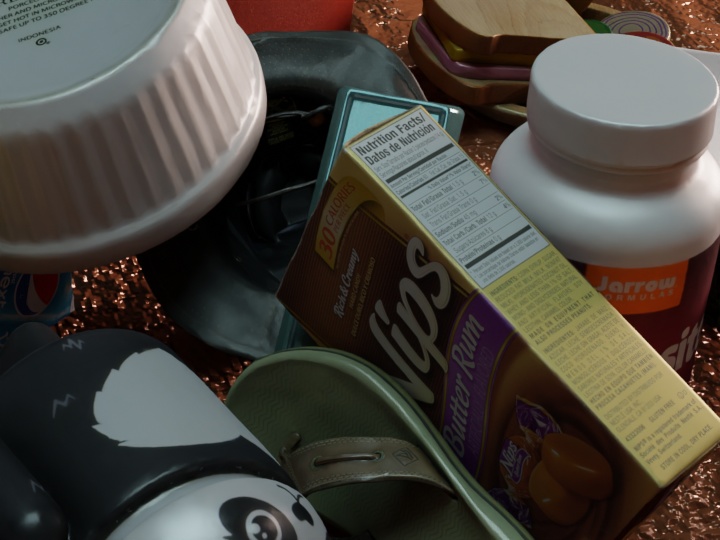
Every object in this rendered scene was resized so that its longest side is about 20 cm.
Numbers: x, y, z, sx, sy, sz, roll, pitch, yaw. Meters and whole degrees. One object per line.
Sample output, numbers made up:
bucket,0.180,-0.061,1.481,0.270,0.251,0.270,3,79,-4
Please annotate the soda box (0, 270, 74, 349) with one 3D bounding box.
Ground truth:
soda box,-0.252,-0.027,0.864,0.199,0.068,0.064,25,41,27

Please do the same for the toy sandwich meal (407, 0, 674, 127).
toy sandwich meal,0.131,-0.166,1.086,0.203,0.071,0.206,2,36,-2

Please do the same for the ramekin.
ramekin,-0.152,-0.103,0.795,0.200,0.095,0.204,-6,49,7

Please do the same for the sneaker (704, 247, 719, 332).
sneaker,0.238,-0.031,0.902,0.084,0.079,0.201,11,36,9

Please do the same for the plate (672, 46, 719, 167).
plate,0.243,-0.042,0.845,0.198,0.032,0.201,3,45,-32

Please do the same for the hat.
hat,-0.034,-0.030,0.857,0.198,0.081,0.203,-2,67,5

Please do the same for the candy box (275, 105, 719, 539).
candy box,0.055,0.039,0.698,0.056,0.117,0.200,-29,69,-36

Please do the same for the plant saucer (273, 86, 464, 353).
plant saucer,0.000,0.000,0.788,0.069,0.019,0.202,11,72,7

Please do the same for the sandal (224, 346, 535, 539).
sandal,0.007,0.102,0.682,0.057,0.080,0.201,-5,35,-48

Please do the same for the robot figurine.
robot figurine,-0.094,0.102,0.647,0.149,0.126,0.200,-20,41,-29

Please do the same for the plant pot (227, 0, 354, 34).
plant pot,-0.116,-0.226,0.996,0.198,0.202,0.176,13,16,14

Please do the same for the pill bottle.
pill bottle,0.112,-0.003,0.746,0.112,0.202,0.113,2,35,-1
